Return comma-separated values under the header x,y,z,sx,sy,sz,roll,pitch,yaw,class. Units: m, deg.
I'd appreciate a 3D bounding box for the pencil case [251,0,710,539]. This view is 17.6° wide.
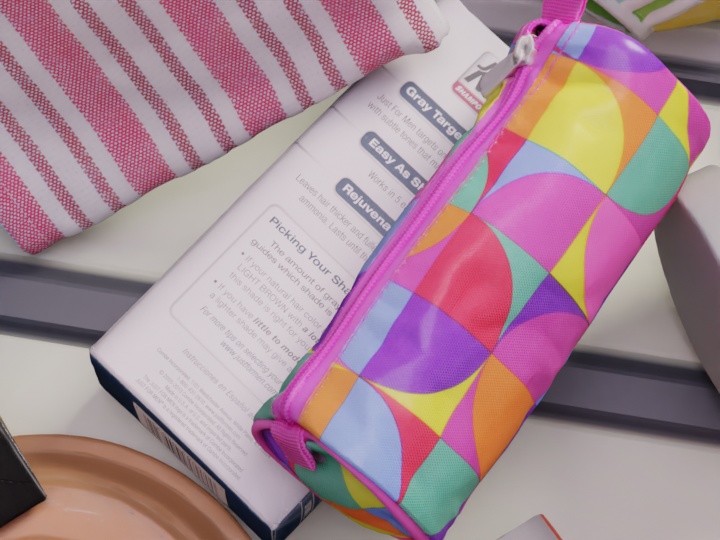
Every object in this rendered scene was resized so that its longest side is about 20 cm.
x,y,z,sx,sy,sz,roll,pitch,yaw,class
0.043,-0.001,0.831,0.088,0.088,0.201,30,76,8,pencil case

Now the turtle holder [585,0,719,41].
x,y,z,sx,sy,sz,roll,pitch,yaw,class
0.131,-0.155,0.922,0.185,0.141,0.132,35,92,-31,turtle holder

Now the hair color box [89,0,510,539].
x,y,z,sx,sy,sz,roll,pitch,yaw,class
0.000,0.000,0.902,0.100,0.061,0.200,43,79,8,hair color box

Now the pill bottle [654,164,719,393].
x,y,z,sx,sy,sz,roll,pitch,yaw,class
0.219,-0.024,0.881,0.199,0.116,0.117,-22,75,-6,pill bottle

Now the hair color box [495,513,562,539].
x,y,z,sx,sy,sz,roll,pitch,yaw,class
0.072,0.185,0.799,0.101,0.061,0.200,-28,41,-7,hair color box

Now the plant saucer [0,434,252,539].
x,y,z,sx,sy,sz,roll,pitch,yaw,class
-0.121,0.160,0.873,0.198,0.032,0.202,0,74,0,plant saucer

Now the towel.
x,y,z,sx,sy,sz,roll,pitch,yaw,class
-0.083,-0.092,0.861,0.199,0.147,0.030,-26,39,18,towel

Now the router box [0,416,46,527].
x,y,z,sx,sy,sz,roll,pitch,yaw,class
-0.187,0.000,0.816,0.051,0.200,0.150,-32,63,-8,router box
